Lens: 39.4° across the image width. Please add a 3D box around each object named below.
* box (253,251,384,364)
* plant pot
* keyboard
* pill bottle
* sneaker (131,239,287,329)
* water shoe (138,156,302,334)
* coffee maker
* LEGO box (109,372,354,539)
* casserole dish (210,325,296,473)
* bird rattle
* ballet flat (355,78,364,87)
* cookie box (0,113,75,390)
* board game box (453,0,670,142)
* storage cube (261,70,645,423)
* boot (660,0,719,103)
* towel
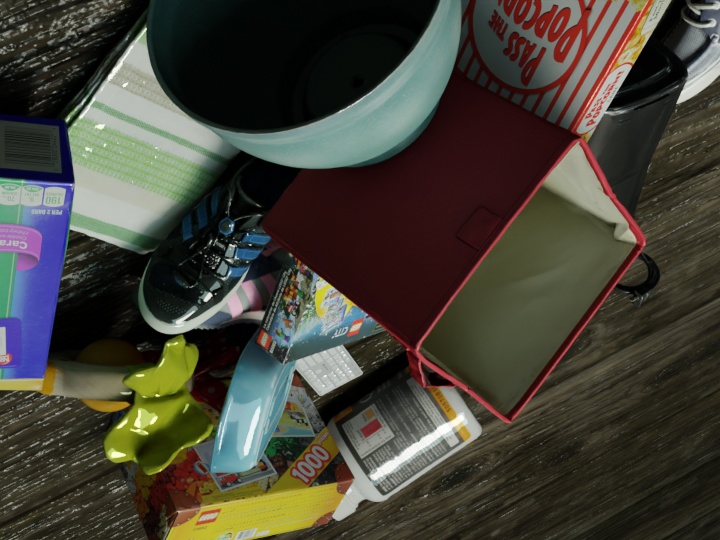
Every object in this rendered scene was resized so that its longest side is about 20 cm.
[{"bbox_3d":[0.000,0.000,0.910,0.200,0.038,0.137,-13,132,-55],"label":"box"},{"bbox_3d":[-0.019,-0.148,0.663,0.200,0.200,0.134,-37,150,5],"label":"plant pot"},{"bbox_3d":[-0.052,0.080,1.062,0.056,0.011,0.200,-33,145,-1],"label":"keyboard"},{"bbox_3d":[0.032,0.196,1.174,0.200,0.116,0.116,-34,145,1],"label":"pill bottle"},{"bbox_3d":[-0.106,0.003,0.890,0.200,0.070,0.082,0,121,-45],"label":"sneaker"},{"bbox_3d":[-0.104,-0.040,0.789,0.200,0.071,0.079,-51,173,-16],"label":"water shoe"},{"bbox_3d":[0.212,-0.107,0.893,0.135,0.192,0.200,-48,158,-33],"label":"coffee maker"},{"bbox_3d":[-0.130,0.188,1.009,0.200,0.149,0.077,-2,134,-38],"label":"LEGO box"},{"bbox_3d":[-0.091,0.112,0.922,0.039,0.200,0.121,16,104,2],"label":"casserole dish"},{"bbox_3d":[-0.189,0.085,0.869,0.163,0.200,0.113,8,101,-2],"label":"bird rattle"},{"bbox_3d":[0.067,-0.122,0.869,0.074,0.074,0.200,-38,146,6],"label":"ballet flat"},{"bbox_3d":[-0.293,-0.010,0.683,0.171,0.075,0.200,3,133,-22],"label":"cookie box"},{"bbox_3d":[0.147,-0.209,0.749,0.046,0.151,0.200,-23,147,-45],"label":"board game box"},{"bbox_3d":[0.069,-0.025,0.747,0.200,0.180,0.171,-52,142,-1],"label":"storage cube"},{"bbox_3d":[0.320,-0.251,0.922,0.090,0.073,0.200,29,104,-44],"label":"boot"},{"bbox_3d":[-0.154,-0.105,0.753,0.200,0.031,0.149,-48,145,15],"label":"towel"}]
